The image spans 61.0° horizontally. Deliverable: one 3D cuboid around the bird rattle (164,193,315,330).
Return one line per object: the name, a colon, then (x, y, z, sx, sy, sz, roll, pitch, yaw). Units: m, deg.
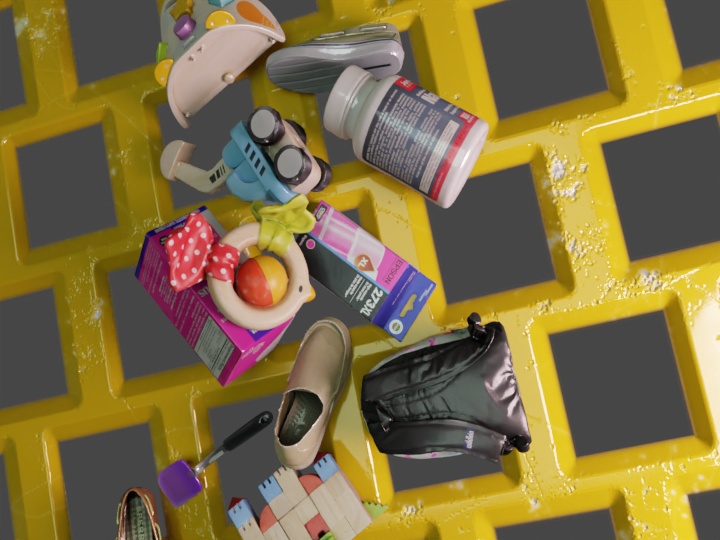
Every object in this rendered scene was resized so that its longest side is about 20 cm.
bird rattle: (-0.135, -0.008, 0.746, 0.197, 0.112, 0.167, -27, 90, -36)

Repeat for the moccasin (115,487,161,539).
moccasin: (-0.289, 0.395, 0.811, 0.071, 0.078, 0.207, -4, 68, -11)

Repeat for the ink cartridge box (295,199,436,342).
ink cartridge box: (0.000, 0.000, 0.836, 0.198, 0.037, 0.096, 36, 92, 8)

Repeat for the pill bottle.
pill bottle: (0.055, -0.180, 0.794, 0.197, 0.120, 0.122, 30, 91, 10)

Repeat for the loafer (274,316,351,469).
loafer: (-0.061, 0.154, 0.798, 0.073, 0.069, 0.206, 11, 70, 9)

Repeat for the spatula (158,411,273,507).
spatula: (-0.202, 0.258, 0.856, 0.198, 0.021, 0.057, -37, 93, 3)

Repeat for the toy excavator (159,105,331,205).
toy excavator: (-0.169, -0.142, 0.850, 0.199, 0.100, 0.197, -38, 79, 14)

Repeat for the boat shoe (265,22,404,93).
boat shoe: (-0.035, -0.298, 0.854, 0.193, 0.073, 0.064, -3, 60, 6)

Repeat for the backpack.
backpack: (0.099, 0.162, 0.761, 0.194, 0.127, 0.172, -15, 72, 9)

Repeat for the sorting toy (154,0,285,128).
sorting toy: (-0.229, -0.346, 0.866, 0.198, 0.106, 0.183, -34, 59, 17)

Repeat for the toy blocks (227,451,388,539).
toy blocks: (-0.080, 0.317, 0.803, 0.198, 0.100, 0.138, -37, 72, -6)

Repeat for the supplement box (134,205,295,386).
supplement box: (-0.195, 0.032, 0.814, 0.201, 0.101, 0.104, 49, 137, 8)
